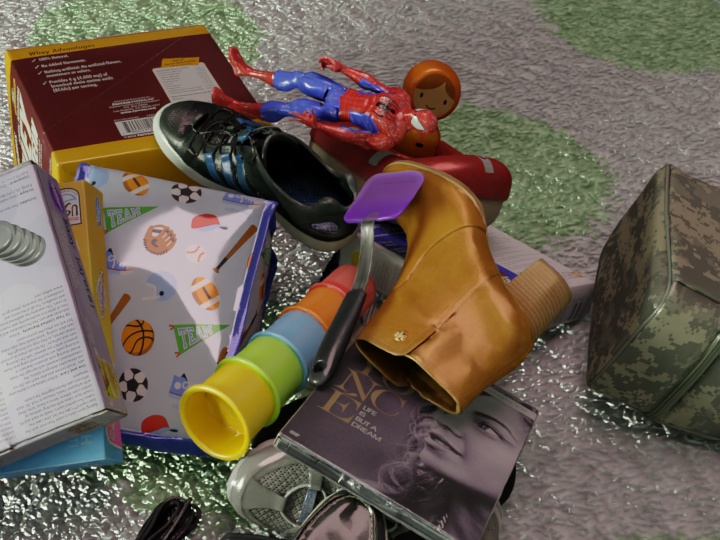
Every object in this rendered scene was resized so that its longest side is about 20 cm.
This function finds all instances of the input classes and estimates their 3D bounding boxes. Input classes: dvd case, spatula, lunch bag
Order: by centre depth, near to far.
[{"bbox_3d":[0.040,0.110,0.932,0.147,0.016,0.200,30,27,7],"label":"dvd case"},{"bbox_3d":[0.000,0.000,0.960,0.056,0.021,0.202,-4,52,33],"label":"spatula"},{"bbox_3d":[-0.163,0.041,1.021,0.167,0.124,0.202,9,60,4],"label":"lunch bag"},{"bbox_3d":[0.286,0.038,1.077,0.166,0.140,0.201,23,40,-6],"label":"lunch bag"}]

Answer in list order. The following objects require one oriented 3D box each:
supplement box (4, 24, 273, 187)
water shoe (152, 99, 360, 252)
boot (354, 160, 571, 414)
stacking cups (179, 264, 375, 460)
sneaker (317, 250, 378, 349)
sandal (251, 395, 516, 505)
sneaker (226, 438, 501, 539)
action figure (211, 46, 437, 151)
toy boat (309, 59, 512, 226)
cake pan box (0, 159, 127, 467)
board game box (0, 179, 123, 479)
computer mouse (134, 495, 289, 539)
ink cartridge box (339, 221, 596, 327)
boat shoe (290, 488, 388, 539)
[{"bbox_3d":[-0.205,-0.110,1.205,0.195,0.134,0.201,-12,41,-22],"label":"supplement box"},{"bbox_3d":[-0.080,-0.095,1.059,0.199,0.079,0.072,31,61,12],"label":"water shoe"},{"bbox_3d":[0.044,0.008,0.979,0.143,0.071,0.201,-36,57,-25],"label":"boot"},{"bbox_3d":[-0.055,0.059,0.969,0.060,0.061,0.200,21,36,19],"label":"stacking cups"},{"bbox_3d":[-0.003,0.055,1.081,0.072,0.072,0.201,17,32,-20],"label":"sneaker"},{"bbox_3d":[0.019,0.135,0.964,0.197,0.076,0.045,8,-6,-1],"label":"sandal"},{"bbox_3d":[0.006,0.164,0.900,0.197,0.076,0.082,10,20,-5],"label":"sneaker"},{"bbox_3d":[-0.028,-0.141,1.097,0.197,0.052,0.066,15,67,18],"label":"action figure"},{"bbox_3d":[0.051,-0.118,1.145,0.129,0.132,0.200,1,26,-39],"label":"toy boat"},{"bbox_3d":[-0.279,0.048,0.904,0.198,0.052,0.186,-23,75,3],"label":"cake pan box"},{"bbox_3d":[-0.255,0.047,0.947,0.151,0.040,0.203,-9,78,6],"label":"board game box"},{"bbox_3d":[-0.085,0.219,0.865,0.198,0.047,0.140,23,39,21],"label":"computer mouse"},{"bbox_3d":[0.076,-0.007,1.135,0.199,0.048,0.197,28,22,30],"label":"ink cartridge box"},{"bbox_3d":[-0.036,0.216,0.808,0.074,0.066,0.200,25,62,13],"label":"boat shoe"}]
